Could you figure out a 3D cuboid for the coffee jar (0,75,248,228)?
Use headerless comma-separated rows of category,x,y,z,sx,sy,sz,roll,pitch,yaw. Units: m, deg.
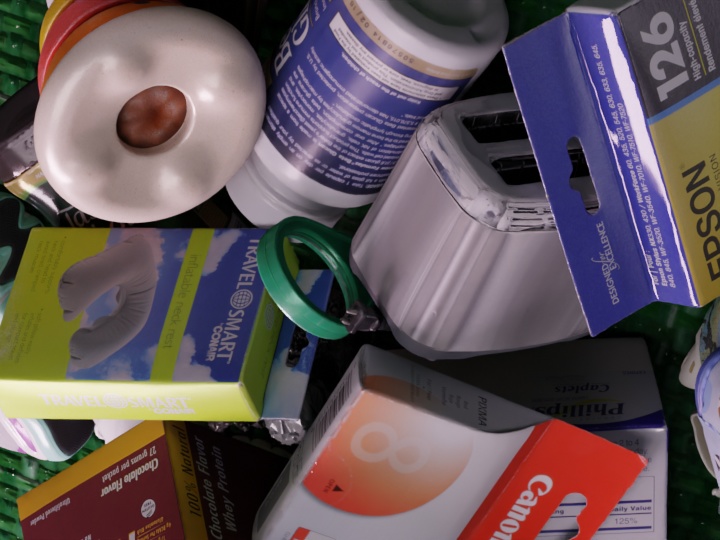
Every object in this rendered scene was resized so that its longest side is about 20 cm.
coffee jar,-0.156,-0.046,1.808,0.104,0.085,0.200,-34,106,20

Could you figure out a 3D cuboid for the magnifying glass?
magnifying glass,0.000,0.000,1.713,0.022,0.200,0.080,-37,76,29

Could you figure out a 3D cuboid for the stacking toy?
stacking toy,-0.155,-0.137,1.696,0.145,0.200,0.147,-14,129,-18

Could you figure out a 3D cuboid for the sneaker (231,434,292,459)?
sneaker,-0.058,0.176,1.922,0.198,0.088,0.082,4,124,21

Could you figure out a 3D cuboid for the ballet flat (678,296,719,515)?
ballet flat,0.237,0.083,1.750,0.074,0.074,0.201,-1,119,23

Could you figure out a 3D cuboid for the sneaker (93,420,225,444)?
sneaker,-0.145,0.109,1.907,0.087,0.074,0.202,-12,88,45

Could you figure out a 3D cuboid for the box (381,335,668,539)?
box,0.105,0.154,1.797,0.182,0.105,0.201,-3,124,1

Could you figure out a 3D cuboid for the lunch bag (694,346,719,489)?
lunch bag,0.302,0.113,1.701,0.160,0.076,0.201,-29,118,-11

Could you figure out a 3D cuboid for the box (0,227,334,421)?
box,-0.125,0.033,1.714,0.198,0.123,0.048,0,143,19

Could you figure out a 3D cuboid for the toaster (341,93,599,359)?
toaster,0.085,-0.030,1.649,0.114,0.199,0.130,57,138,33

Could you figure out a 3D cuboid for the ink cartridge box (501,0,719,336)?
ink cartridge box,0.195,-0.086,1.577,0.047,0.199,0.199,24,141,53

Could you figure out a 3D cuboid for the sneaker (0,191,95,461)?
sneaker,-0.275,0.041,1.931,0.139,0.078,0.201,1,112,33

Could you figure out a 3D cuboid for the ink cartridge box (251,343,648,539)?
ink cartridge box,0.054,0.146,1.692,0.199,0.050,0.163,23,126,-12

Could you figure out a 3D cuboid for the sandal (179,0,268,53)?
sandal,-0.064,-0.208,1.679,0.082,0.054,0.201,36,136,27

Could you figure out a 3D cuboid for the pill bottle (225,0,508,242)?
pill bottle,-0.004,-0.110,1.687,0.111,0.111,0.200,36,129,-4

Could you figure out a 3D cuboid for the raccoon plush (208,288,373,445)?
raccoon plush,-0.073,0.070,1.793,0.133,0.200,0.098,-10,88,18

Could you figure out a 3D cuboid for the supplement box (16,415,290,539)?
supplement box,-0.092,0.226,1.755,0.132,0.198,0.199,-31,146,28
